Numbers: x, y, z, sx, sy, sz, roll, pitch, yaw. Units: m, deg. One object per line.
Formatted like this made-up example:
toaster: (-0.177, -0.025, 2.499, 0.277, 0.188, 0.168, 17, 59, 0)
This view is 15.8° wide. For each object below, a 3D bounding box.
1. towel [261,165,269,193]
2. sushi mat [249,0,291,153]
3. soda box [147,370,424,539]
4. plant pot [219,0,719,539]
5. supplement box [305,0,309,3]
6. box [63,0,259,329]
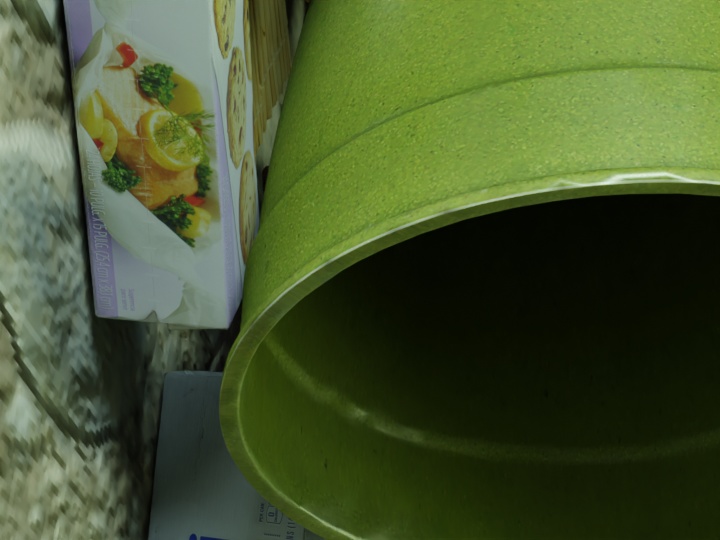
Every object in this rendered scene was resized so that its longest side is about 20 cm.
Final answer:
towel: (0.018, 0.067, 0.913, 0.023, 0.144, 0.200, 3, -95, 57)
sushi mat: (-0.038, -0.120, 0.781, 0.096, 0.012, 0.200, -72, 164, -50)
soda box: (-0.025, 0.132, 0.771, 0.063, 0.068, 0.200, 10, 83, -47)
plant pot: (0.063, -0.043, 0.716, 0.200, 0.200, 0.193, 82, 6, -56)
supplement box: (0.054, -0.177, 0.910, 0.109, 0.109, 0.200, 31, 56, -36)
box: (-0.051, -0.075, 0.641, 0.041, 0.039, 0.200, -74, 166, -53)
